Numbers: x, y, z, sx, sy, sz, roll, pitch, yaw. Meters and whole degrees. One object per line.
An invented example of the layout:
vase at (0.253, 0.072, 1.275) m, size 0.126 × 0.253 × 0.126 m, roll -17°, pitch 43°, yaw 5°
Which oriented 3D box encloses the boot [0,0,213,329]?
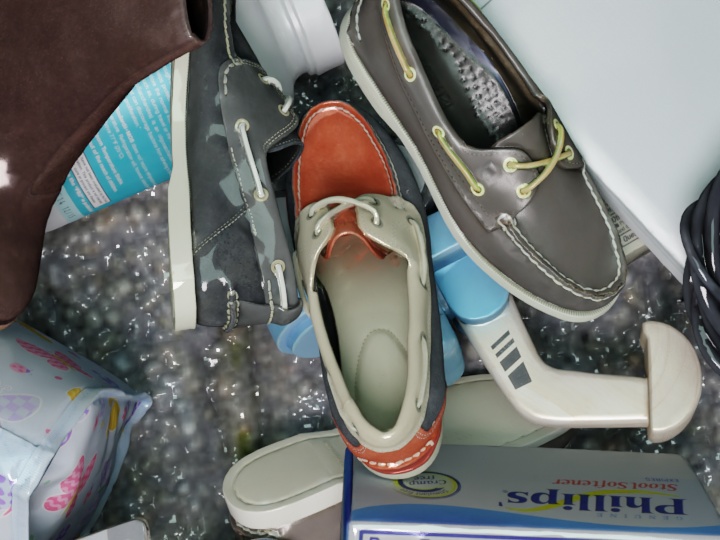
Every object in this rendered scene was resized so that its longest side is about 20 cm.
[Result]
boot at (-0.140, -0.083, 0.792) m, size 0.166 × 0.072 × 0.201 m, roll -16°, pitch 72°, yaw 36°

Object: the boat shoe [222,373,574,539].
boat shoe at (0.026, 0.112, 0.914) m, size 0.199 × 0.072 × 0.060 m, roll -17°, pitch 123°, yaw -12°

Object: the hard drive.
hard drive at (0.152, -0.105, 0.870) m, size 0.132 × 0.027 × 0.200 m, roll -42°, pitch 86°, yaw -10°

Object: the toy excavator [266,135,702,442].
toy excavator at (0.057, 0.029, 0.892) m, size 0.194 × 0.100 × 0.201 m, roll -26°, pitch 75°, yaw 0°

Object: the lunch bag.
lunch bag at (-0.215, 0.076, 0.854) m, size 0.169 × 0.200 × 0.128 m, roll 24°, pitch 83°, yaw 4°

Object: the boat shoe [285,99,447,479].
boat shoe at (0.000, 0.000, 0.815) m, size 0.071 × 0.063 × 0.201 m, roll -13°, pitch 67°, yaw 7°

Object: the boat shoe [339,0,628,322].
boat shoe at (0.066, -0.062, 0.828) m, size 0.072 × 0.061 × 0.201 m, roll -38°, pitch 89°, yaw -24°

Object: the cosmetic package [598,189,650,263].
cosmetic package at (0.120, -0.104, 0.926) m, size 0.103 × 0.087 × 0.201 m, roll -28°, pitch 83°, yaw -7°

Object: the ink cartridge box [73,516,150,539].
ink cartridge box at (-0.145, 0.237, 0.761) m, size 0.175 × 0.084 × 0.201 m, roll -22°, pitch 53°, yaw 12°

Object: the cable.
cable at (0.238, -0.011, 0.837) m, size 0.199 × 0.051 × 0.164 m, roll 8°, pitch 102°, yaw -34°

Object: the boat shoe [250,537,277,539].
boat shoe at (-0.078, 0.229, 0.835) m, size 0.072 × 0.072 × 0.201 m, roll 35°, pitch 79°, yaw -22°

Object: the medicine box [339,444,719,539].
medicine box at (0.077, 0.198, 0.841) m, size 0.181 × 0.103 × 0.201 m, roll 3°, pitch 105°, yaw -2°

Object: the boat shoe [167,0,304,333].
boat shoe at (-0.061, -0.068, 0.821) m, size 0.067 × 0.072 × 0.201 m, roll -2°, pitch 71°, yaw -3°

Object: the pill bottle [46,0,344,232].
pill bottle at (-0.112, -0.106, 0.921) m, size 0.199 × 0.111 × 0.111 m, roll -23°, pitch 82°, yaw -2°

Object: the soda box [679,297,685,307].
soda box at (0.257, -0.052, 0.925) m, size 0.063 × 0.071 × 0.201 m, roll 31°, pitch 84°, yaw 4°
